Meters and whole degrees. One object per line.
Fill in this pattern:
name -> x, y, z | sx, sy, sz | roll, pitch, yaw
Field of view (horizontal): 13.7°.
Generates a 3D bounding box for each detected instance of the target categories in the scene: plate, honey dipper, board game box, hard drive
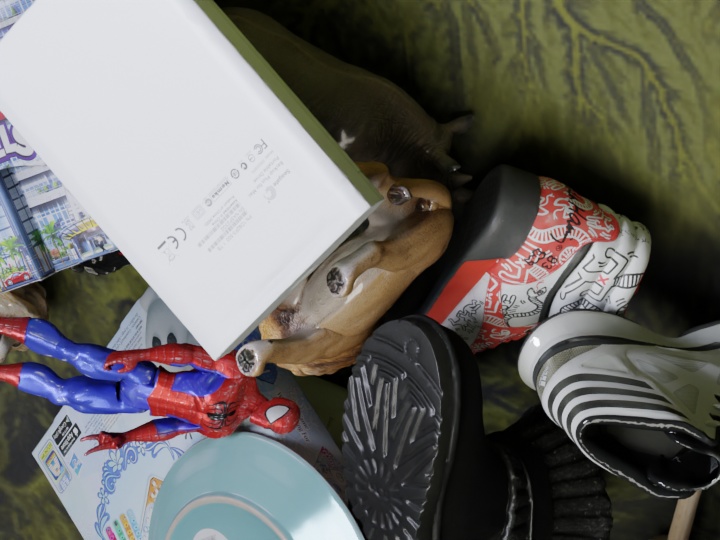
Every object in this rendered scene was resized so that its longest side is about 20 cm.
plate -> -0.062, 0.191, 1.701 | 0.200, 0.026, 0.200 | 17, 114, 43
honey dipper -> 0.192, 0.124, 1.733 | 0.038, 0.038, 0.200 | 16, 126, 9
board game box -> -0.200, -0.094, 1.646 | 0.200, 0.062, 0.200 | -18, 98, 38
hard drive -> -0.097, -0.069, 1.544 | 0.200, 0.026, 0.132 | 49, 120, 6
board game box -> -0.094, 0.128, 1.769 | 0.199, 0.043, 0.200 | 58, 134, 21

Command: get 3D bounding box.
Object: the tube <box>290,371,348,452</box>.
tube -> 0.040, 0.117, 1.776 | 0.200, 0.052, 0.058 | 22, 170, -4

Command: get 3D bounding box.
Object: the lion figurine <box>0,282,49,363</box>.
lion figurine -> -0.286, -0.003, 1.798 | 0.200, 0.073, 0.123 | 11, 158, 31

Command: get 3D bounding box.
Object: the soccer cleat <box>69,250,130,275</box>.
soccer cleat -> -0.138, -0.040, 1.720 | 0.200, 0.073, 0.068 | 3, 160, 38

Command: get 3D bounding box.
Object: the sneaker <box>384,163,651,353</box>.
sneaker -> 0.085, 0.022, 1.670 | 0.108, 0.067, 0.201 | 20, 142, -14

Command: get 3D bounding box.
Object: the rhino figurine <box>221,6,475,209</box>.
rhino figurine -> -0.014, -0.080, 1.635 | 0.200, 0.060, 0.087 | 25, 133, -6

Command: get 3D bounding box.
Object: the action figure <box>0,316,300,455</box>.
action figure -> -0.132, 0.065, 1.666 | 0.200, 0.052, 0.066 | 9, 120, -4

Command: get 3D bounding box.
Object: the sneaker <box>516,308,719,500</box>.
sneaker -> 0.190, 0.084, 1.604 | 0.200, 0.115, 0.076 | 4, 126, -23

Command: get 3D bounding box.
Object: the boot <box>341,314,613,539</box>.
boot -> 0.070, 0.100, 1.663 | 0.079, 0.158, 0.211 | 36, 133, 39

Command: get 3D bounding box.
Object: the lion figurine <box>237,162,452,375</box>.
lion figurine -> 0.000, 0.000, 1.619 | 0.200, 0.122, 0.073 | -35, 72, 41
